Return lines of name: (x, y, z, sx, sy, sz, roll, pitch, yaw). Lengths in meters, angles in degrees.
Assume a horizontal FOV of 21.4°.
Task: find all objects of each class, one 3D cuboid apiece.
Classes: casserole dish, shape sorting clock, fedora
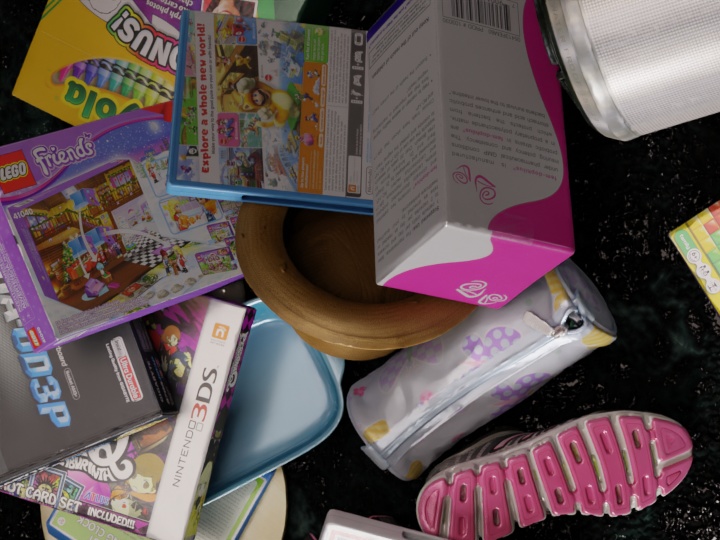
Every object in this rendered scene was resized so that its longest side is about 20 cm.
casserole dish: (-0.100, 0.101, 1.418, 0.199, 0.039, 0.122, -29, 79, 7)
shape sorting clock: (-0.151, 0.177, 1.458, 0.199, 0.039, 0.201, -1, 83, 11)
fedora: (0.000, 0.000, 1.351, 0.200, 0.201, 0.082, 31, 137, 18)

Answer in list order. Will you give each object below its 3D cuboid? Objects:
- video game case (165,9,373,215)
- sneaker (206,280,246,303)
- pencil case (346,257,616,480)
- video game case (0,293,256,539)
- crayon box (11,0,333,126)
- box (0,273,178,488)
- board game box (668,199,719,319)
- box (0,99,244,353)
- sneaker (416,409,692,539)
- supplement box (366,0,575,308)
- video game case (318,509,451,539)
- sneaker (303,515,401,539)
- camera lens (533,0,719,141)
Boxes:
video game case: (-0.033, -0.110, 1.348, 0.199, 0.018, 0.144, 6, 65, -8)
sneaker: (-0.181, 0.045, 1.449, 0.199, 0.080, 0.077, -21, 82, 18)
pencil case: (0.085, 0.066, 1.344, 0.200, 0.091, 0.083, -36, 118, 19)
video game case: (-0.194, 0.088, 1.394, 0.199, 0.036, 0.182, 16, 90, 11)
crayon box: (-0.143, -0.171, 1.443, 0.199, 0.058, 0.173, 26, 99, 18)
box: (-0.239, 0.040, 1.362, 0.158, 0.046, 0.201, -22, 83, 7)
board game box: (0.329, 0.014, 1.270, 0.165, 0.057, 0.201, -35, 79, 18)
box: (-0.165, -0.037, 1.329, 0.039, 0.199, 0.138, -28, 84, 50)
sneaker: (0.132, 0.138, 1.337, 0.199, 0.087, 0.074, -16, 100, -2)
supplement box: (0.072, -0.090, 1.285, 0.103, 0.101, 0.201, -42, 43, 51)
video game case: (0.056, 0.246, 1.323, 0.199, 0.017, 0.144, 15, 123, -4)
sneaker: (-0.037, 0.247, 1.409, 0.199, 0.079, 0.096, -29, 60, 17)
camera lens: (0.223, -0.184, 1.252, 0.199, 0.160, 0.161, -16, 85, 20)
